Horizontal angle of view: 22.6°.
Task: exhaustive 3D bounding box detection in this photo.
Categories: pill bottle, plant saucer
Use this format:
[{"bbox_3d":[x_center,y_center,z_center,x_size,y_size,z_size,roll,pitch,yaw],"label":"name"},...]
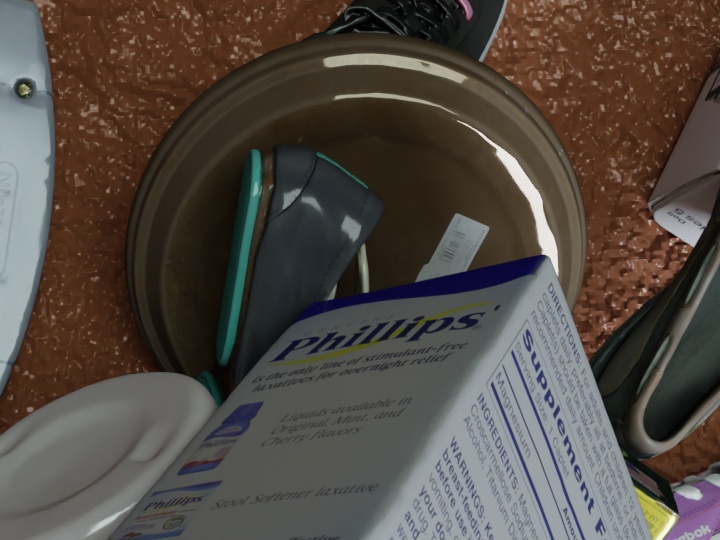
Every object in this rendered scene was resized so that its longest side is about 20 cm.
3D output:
[{"bbox_3d":[-0.065,0.149,0.664,0.113,0.113,0.201,-33,114,-21],"label":"pill bottle"},{"bbox_3d":[0.000,0.000,0.756,0.198,0.030,0.202,-2,116,-5],"label":"plant saucer"}]

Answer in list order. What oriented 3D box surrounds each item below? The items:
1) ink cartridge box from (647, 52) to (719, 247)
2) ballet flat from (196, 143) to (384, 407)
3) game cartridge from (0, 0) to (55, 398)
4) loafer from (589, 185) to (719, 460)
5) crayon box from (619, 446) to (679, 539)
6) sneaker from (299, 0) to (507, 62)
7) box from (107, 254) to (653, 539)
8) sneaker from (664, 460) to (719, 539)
[{"bbox_3d":[0.252,-0.083,0.884,0.145,0.084,0.201,31,73,-9],"label":"ink cartridge box"},{"bbox_3d":[-0.036,0.047,0.723,0.072,0.073,0.202,12,113,-15],"label":"ballet flat"},{"bbox_3d":[-0.198,-0.025,0.757,0.132,0.041,0.202,11,76,-20],"label":"game cartridge"},{"bbox_3d":[0.174,0.003,0.779,0.072,0.063,0.201,39,87,-8],"label":"loafer"},{"bbox_3d":[0.023,0.137,0.751,0.126,0.051,0.201,36,101,-3],"label":"crayon box"},{"bbox_3d":[0.019,-0.100,0.807,0.071,0.099,0.200,42,69,-4],"label":"sneaker"},{"bbox_3d":[0.021,0.124,0.602,0.200,0.104,0.185,-49,121,-55],"label":"box"},{"bbox_3d":[0.131,0.114,0.816,0.114,0.073,0.200,46,70,-1],"label":"sneaker"}]
